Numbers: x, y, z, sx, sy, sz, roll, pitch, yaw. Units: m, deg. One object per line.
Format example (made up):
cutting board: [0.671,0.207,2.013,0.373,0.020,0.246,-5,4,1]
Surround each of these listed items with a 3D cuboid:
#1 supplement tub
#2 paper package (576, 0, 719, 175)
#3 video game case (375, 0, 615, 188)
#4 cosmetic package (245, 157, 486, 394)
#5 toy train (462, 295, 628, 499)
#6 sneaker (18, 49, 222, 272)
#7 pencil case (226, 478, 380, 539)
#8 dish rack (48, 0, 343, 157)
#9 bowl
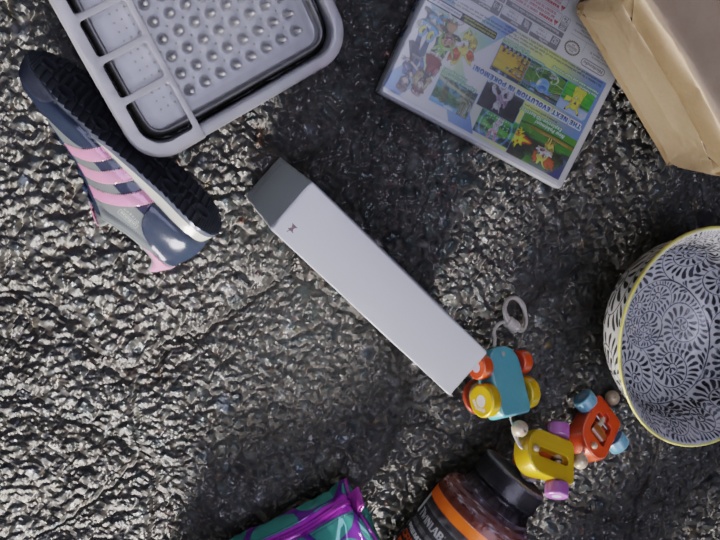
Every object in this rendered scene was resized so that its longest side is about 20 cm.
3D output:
supplement tub: [0.088,0.271,0.848,0.106,0.107,0.201,35,94,-19]
paper package: [0.314,-0.220,0.757,0.200,0.103,0.191,-43,110,-9]
video game case: [0.137,-0.197,0.780,0.198,0.022,0.185,24,98,-19]
cosmetic package: [0.000,0.000,0.730,0.052,0.151,0.200,-46,110,2]
toy train: [0.171,0.131,0.853,0.200,0.055,0.151,48,49,-13]
sneaker: [-0.206,-0.080,0.707,0.082,0.070,0.200,-38,101,25]
pencil case: [-0.080,0.269,0.817,0.197,0.086,0.093,-24,135,-7]
dish rack: [-0.127,-0.204,0.692,0.198,0.043,0.173,-32,109,-12]
bowl: [0.299,0.054,0.840,0.197,0.094,0.205,-3,100,-20]
